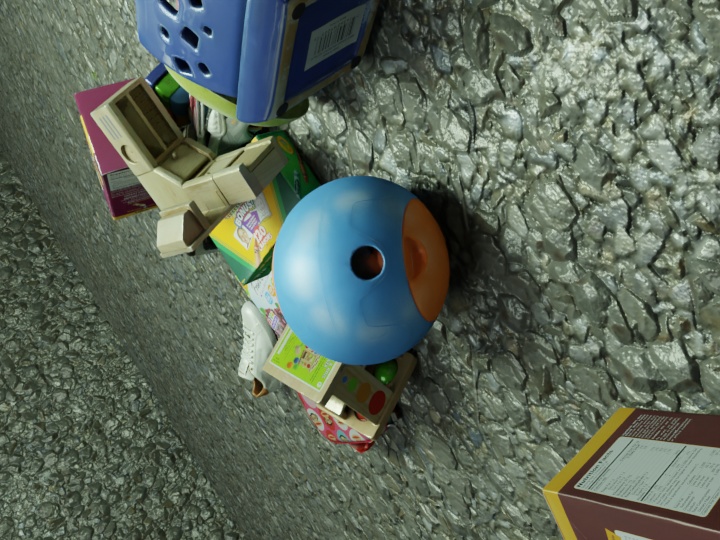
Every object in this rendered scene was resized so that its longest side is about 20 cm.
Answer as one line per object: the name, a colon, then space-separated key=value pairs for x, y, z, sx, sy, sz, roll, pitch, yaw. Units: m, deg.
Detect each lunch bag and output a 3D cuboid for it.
lunch bag: x=-0.027 y=0.212 z=1.133 sx=0.179 sy=0.081 sz=0.199 roll=61 pitch=151 yaw=-4

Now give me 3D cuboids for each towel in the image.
towel: x=-0.237 y=-0.307 z=0.968 sx=0.145 sy=0.022 sz=0.204 roll=106 pitch=153 yaw=-54

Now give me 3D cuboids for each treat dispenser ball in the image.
treat dispenser ball: x=0.000 y=0.000 z=0.770 sx=0.200 sy=0.199 sz=0.204 roll=38 pitch=145 yaw=33

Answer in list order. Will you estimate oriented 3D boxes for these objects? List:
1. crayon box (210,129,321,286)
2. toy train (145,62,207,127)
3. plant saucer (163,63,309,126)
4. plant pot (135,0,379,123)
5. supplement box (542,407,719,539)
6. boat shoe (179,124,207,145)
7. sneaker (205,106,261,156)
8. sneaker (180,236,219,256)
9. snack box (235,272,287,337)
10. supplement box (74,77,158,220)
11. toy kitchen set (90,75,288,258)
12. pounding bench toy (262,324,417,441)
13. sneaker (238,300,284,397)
crayon box: x=-0.141 y=-0.086 z=1.004 sx=0.120 sy=0.058 sz=0.200 roll=53 pitch=132 yaw=11
toy train: x=-0.296 y=-0.248 z=1.161 sx=0.115 sy=0.085 sz=0.200 roll=38 pitch=159 yaw=2
plant saucer: x=-0.151 y=-0.228 z=0.813 sx=0.201 sy=0.198 sz=0.031 roll=49 pitch=121 yaw=18
plant pot: x=-0.087 y=-0.276 z=0.672 sx=0.179 sy=0.199 sz=0.201 roll=43 pitch=147 yaw=13
supplement box: x=0.297 y=0.243 z=0.589 sx=0.199 sy=0.131 sz=0.201 roll=-10 pitch=109 yaw=60
boat shoe: x=-0.270 y=-0.182 z=1.071 sx=0.201 sy=0.059 sz=0.074 roll=170 pitch=112 yaw=-72
sneaker: x=-0.181 y=-0.202 z=1.007 sx=0.200 sy=0.077 sz=0.076 roll=145 pitch=134 yaw=-75
sneaker: x=-0.242 y=-0.064 z=1.141 sx=0.200 sy=0.077 sz=0.076 roll=-45 pitch=-43 yaw=-80
snack box: x=-0.137 y=0.007 z=1.149 sx=0.143 sy=0.052 sz=0.201 roll=53 pitch=150 yaw=14
supplement box: x=-0.360 y=-0.179 z=1.078 sx=0.134 sy=0.101 sz=0.200 roll=68 pitch=161 yaw=9
toy kitchen set: x=-0.237 y=-0.140 z=0.877 sx=0.197 sy=0.164 sz=0.182 roll=-7 pitch=126 yaw=41
pounding bench toy: x=-0.003 y=0.099 z=0.958 sx=0.123 sy=0.203 sz=0.156 roll=18 pitch=163 yaw=44
sneaker: x=-0.207 y=0.163 z=1.376 sx=0.072 sy=0.084 sz=0.205 roll=20 pitch=131 yaw=51
